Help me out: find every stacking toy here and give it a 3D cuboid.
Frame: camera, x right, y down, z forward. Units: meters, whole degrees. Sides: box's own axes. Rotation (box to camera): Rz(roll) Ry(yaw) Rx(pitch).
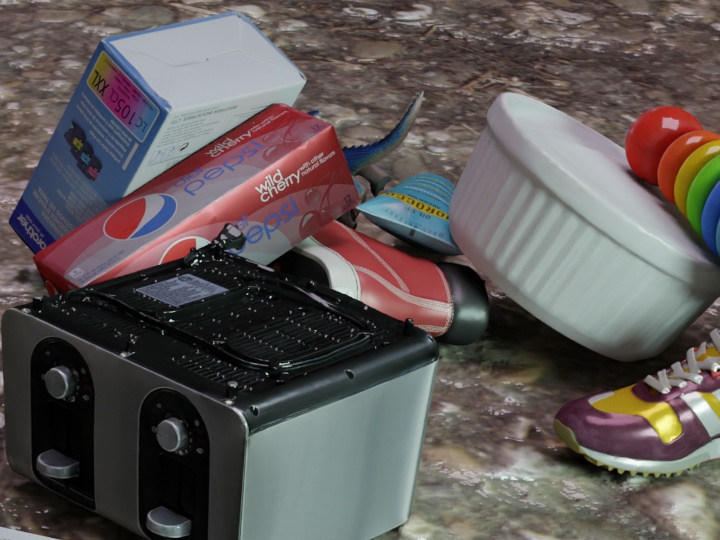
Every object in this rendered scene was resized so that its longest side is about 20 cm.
[{"bbox_3d":[0.236,-0.047,1.491,0.085,0.085,0.200,-4,27,-26],"label":"stacking toy"}]

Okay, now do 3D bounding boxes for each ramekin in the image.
[{"bbox_3d":[0.148,-0.024,1.542,0.202,0.094,0.202,32,16,-11],"label":"ramekin"}]

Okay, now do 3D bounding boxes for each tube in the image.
[{"bbox_3d":[0.040,-0.036,1.622,0.077,0.050,0.200,17,8,3],"label":"tube"}]

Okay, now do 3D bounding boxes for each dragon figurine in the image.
[{"bbox_3d":[-0.037,-0.070,1.628,0.099,0.200,0.059,38,47,2],"label":"dragon figurine"}]

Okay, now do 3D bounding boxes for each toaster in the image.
[{"bbox_3d":[-0.072,0.070,1.264,0.181,0.119,0.200,22,25,33],"label":"toaster"}]

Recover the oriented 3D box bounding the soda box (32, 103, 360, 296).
[{"bbox_3d":[-0.102,-0.026,1.477,0.200,0.063,0.070,-35,34,-21],"label":"soda box"}]

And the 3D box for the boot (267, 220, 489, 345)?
[{"bbox_3d":[0.000,0.000,1.565,0.144,0.072,0.200,5,18,-29],"label":"boot"}]

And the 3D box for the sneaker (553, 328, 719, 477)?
[{"bbox_3d":[0.209,0.068,1.403,0.200,0.090,0.075,-2,22,-25],"label":"sneaker"}]

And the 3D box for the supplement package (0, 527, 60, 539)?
[{"bbox_3d":[-0.087,0.220,0.751,0.147,0.191,0.200,10,21,6],"label":"supplement package"}]

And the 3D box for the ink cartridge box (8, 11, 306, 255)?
[{"bbox_3d":[-0.143,-0.068,1.551,0.076,0.200,0.136,47,37,21],"label":"ink cartridge box"}]
